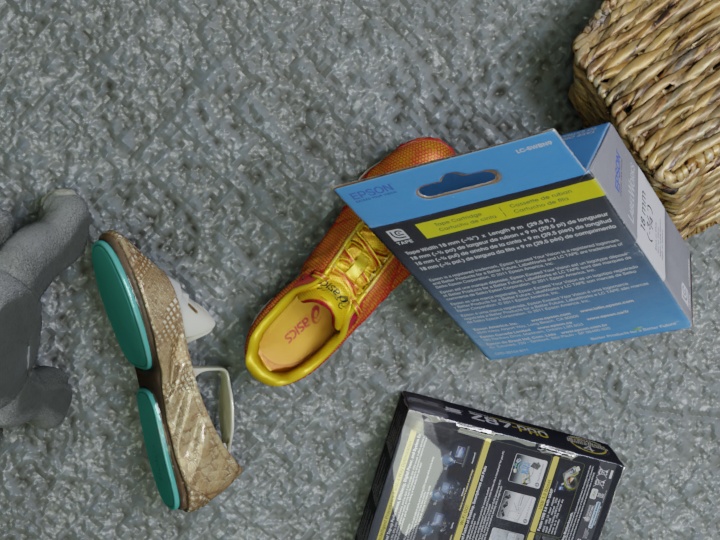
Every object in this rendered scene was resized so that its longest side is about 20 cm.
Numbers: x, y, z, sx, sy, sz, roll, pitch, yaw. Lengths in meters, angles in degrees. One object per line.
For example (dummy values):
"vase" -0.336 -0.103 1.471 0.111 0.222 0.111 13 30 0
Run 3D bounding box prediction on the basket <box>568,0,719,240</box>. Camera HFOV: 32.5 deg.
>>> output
"basket" 0.241 -0.132 0.808 0.200 0.149 0.143 -32 69 3

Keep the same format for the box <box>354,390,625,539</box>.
"box" 0.078 0.202 0.876 0.161 0.049 0.200 14 101 -9

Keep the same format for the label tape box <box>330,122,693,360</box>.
"label tape box" 0.098 -0.029 0.744 0.144 0.063 0.200 -12 140 31

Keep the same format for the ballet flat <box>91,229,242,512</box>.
"ballet flat" -0.125 0.062 0.833 0.065 0.070 0.201 -20 107 -27

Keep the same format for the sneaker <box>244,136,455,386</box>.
"sneaker" 0.000 0.000 0.813 0.073 0.077 0.200 36 96 -9

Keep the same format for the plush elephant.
"plush elephant" -0.281 0.036 0.767 0.154 0.200 0.165 12 109 12
